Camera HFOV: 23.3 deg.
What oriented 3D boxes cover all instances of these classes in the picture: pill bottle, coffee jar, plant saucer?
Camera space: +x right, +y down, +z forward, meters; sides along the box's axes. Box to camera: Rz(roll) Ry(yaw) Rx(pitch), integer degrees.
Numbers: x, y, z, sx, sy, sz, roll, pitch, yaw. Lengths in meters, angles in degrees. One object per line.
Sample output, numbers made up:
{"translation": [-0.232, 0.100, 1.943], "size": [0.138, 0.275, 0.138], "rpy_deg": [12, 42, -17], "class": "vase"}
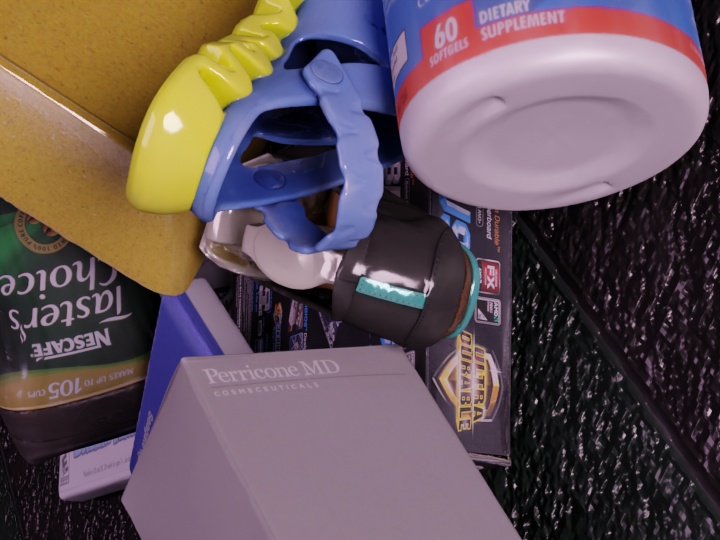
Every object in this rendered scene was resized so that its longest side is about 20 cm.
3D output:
{"translation": [0.059, -0.134, 0.653], "size": [0.112, 0.112, 0.201], "rpy_deg": [-42, 49, 51], "class": "pill bottle"}
{"translation": [-0.152, -0.007, 0.883], "size": [0.085, 0.104, 0.201], "rpy_deg": [-138, 33, -68], "class": "coffee jar"}
{"translation": [-0.114, -0.123, 0.774], "size": [0.048, 0.199, 0.201], "rpy_deg": [-36, 25, 60], "class": "plant saucer"}

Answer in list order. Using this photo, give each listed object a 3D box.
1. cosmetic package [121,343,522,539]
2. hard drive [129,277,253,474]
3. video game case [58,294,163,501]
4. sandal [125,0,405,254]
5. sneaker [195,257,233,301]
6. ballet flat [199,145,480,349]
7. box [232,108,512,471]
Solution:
{"translation": [0.002, 0.124, 0.628], "size": [0.200, 0.106, 0.090], "rpy_deg": [58, 136, 34], "class": "cosmetic package"}
{"translation": [-0.048, 0.119, 0.799], "size": [0.200, 0.025, 0.132], "rpy_deg": [54, 142, 37], "class": "hard drive"}
{"translation": [-0.141, 0.041, 1.083], "size": [0.200, 0.024, 0.183], "rpy_deg": [-24, 62, 57], "class": "video game case"}
{"translation": [-0.012, -0.068, 0.674], "size": [0.200, 0.087, 0.080], "rpy_deg": [-58, -5, -45], "class": "sandal"}
{"translation": [-0.139, -0.035, 0.965], "size": [0.199, 0.115, 0.076], "rpy_deg": [14, 90, 45], "class": "sneaker"}
{"translation": [-0.023, -0.018, 0.727], "size": [0.200, 0.068, 0.068], "rpy_deg": [22, 102, 62], "class": "ballet flat"}
{"translation": [0.000, 0.000, 0.801], "size": [0.198, 0.049, 0.201], "rpy_deg": [-23, 63, 58], "class": "box"}
